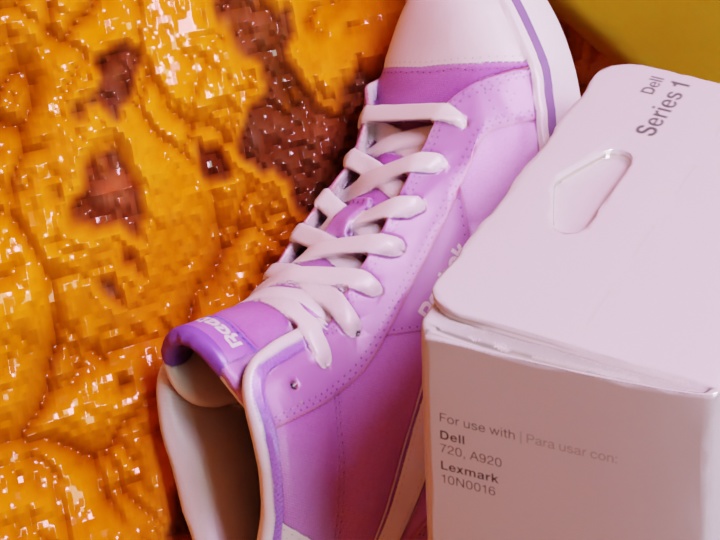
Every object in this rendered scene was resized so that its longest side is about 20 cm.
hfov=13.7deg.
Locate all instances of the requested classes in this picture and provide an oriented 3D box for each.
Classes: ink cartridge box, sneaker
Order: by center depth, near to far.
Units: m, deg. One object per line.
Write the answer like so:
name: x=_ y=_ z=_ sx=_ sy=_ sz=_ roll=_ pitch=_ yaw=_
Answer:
ink cartridge box: x=0.082 y=0.066 z=0.833 sx=0.146 sy=0.084 sz=0.201 roll=-52 pitch=148 yaw=-48
sneaker: x=0.000 y=0.000 z=0.851 sx=0.114 sy=0.072 sz=0.202 roll=15 pitch=77 yaw=-41

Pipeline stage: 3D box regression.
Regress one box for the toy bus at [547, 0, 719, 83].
toy bus: x=0.071 y=-0.123 z=0.912 sx=0.200 sy=0.065 sz=0.079 roll=37 pitch=33 yaw=-38
